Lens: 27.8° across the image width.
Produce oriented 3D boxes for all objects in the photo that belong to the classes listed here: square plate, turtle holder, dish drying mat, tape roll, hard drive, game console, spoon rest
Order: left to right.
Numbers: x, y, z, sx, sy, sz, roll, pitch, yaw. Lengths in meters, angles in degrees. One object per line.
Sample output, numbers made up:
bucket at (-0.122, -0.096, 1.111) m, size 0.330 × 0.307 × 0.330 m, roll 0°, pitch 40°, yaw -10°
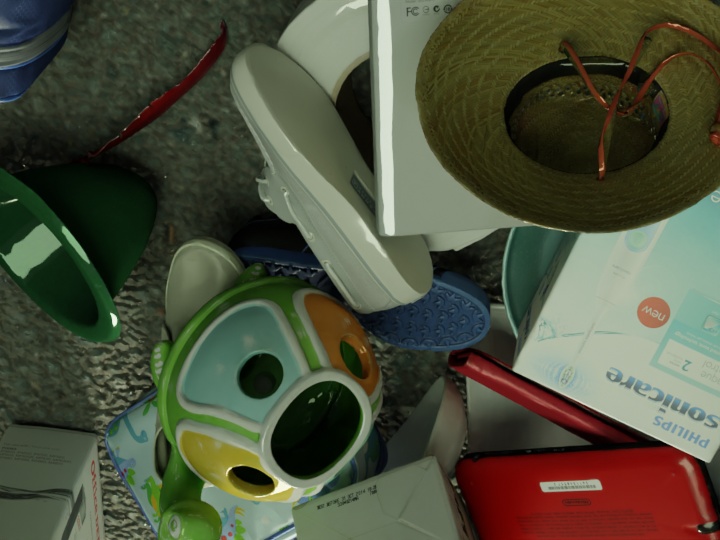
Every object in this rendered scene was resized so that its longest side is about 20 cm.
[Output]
turtle holder at (-0.070, 0.092, 0.960) m, size 0.185 × 0.132 × 0.142 m, roll -26°, pitch 116°, yaw -17°
spoon rest at (0.033, 0.161, 1.137) m, size 0.060 × 0.100 × 0.200 m, roll 18°, pitch 133°, yaw -2°
tape roll at (0.037, -0.114, 0.980) m, size 0.201 × 0.071 × 0.203 m, roll 5°, pitch 121°, yaw 8°
hard drive at (0.072, -0.124, 0.895) m, size 0.131 × 0.026 × 0.201 m, roll -5°, pitch 109°, yaw -7°
dish drying mat at (0.158, 0.108, 1.059) m, size 0.199 × 0.077 × 0.018 m, roll 28°, pitch 81°, yaw -6°
square plate at (0.179, 0.108, 1.107) m, size 0.199 × 0.028 × 0.199 m, roll 2°, pitch 121°, yaw 10°
game console at (0.199, 0.180, 1.079) m, size 0.199 × 0.119 × 0.173 m, roll -10°, pitch 111°, yaw 38°

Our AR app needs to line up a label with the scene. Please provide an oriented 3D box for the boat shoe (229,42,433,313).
boat shoe at (-0.031, -0.054, 0.952) m, size 0.068 × 0.072 × 0.200 m, roll -26°, pitch 117°, yaw 31°

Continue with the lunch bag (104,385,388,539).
lunch bag at (-0.089, 0.138, 1.127) m, size 0.200 × 0.082 × 0.161 m, roll -34°, pitch 88°, yaw 27°

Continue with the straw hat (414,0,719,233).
straw hat at (0.131, -0.080, 0.854) m, size 0.200 × 0.202 × 0.085 m, roll 9°, pitch 150°, yaw 6°

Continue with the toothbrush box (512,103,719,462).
toothbrush box at (0.206, -0.001, 0.951) m, size 0.146 × 0.085 × 0.201 m, roll 26°, pitch 109°, yaw 1°

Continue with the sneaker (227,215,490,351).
sneaker at (0.000, 0.000, 1.049) m, size 0.199 × 0.078 × 0.070 m, roll 13°, pitch 126°, yaw 6°

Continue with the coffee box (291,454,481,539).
coffee box at (0.037, 0.226, 1.088) m, size 0.114 × 0.080 × 0.200 m, roll -21°, pitch 147°, yaw 7°

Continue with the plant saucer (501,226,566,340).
plant saucer at (0.199, 0.002, 1.015) m, size 0.199 × 0.036 × 0.201 m, roll 2°, pitch 107°, yaw 8°

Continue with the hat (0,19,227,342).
hat at (-0.174, -0.062, 1.086) m, size 0.200 × 0.176 × 0.166 m, roll 7°, pitch 134°, yaw 53°

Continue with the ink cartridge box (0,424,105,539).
ink cartridge box at (-0.272, 0.243, 1.179) m, size 0.084 × 0.200 × 0.146 m, roll 4°, pitch 122°, yaw 3°

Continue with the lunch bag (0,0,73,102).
lunch bag at (-0.292, -0.197, 0.958) m, size 0.199 × 0.136 × 0.133 m, roll 17°, pitch 122°, yaw 2°

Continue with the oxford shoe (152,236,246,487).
oxford shoe at (-0.114, 0.074, 1.037) m, size 0.075 × 0.058 × 0.201 m, roll 15°, pitch 114°, yaw 19°
